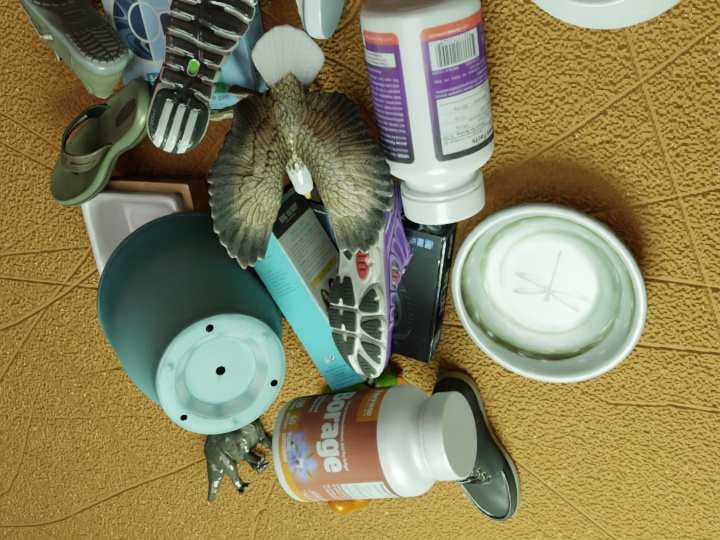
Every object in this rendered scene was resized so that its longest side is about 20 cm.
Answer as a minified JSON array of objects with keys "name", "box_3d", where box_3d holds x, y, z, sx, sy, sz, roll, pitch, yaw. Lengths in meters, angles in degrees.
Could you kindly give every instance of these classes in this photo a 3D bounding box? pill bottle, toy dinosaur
[{"name":"pill bottle","box_3d":[0.015,0.178,0.949,0.197,0.112,0.114,-11,113,29]},{"name":"toy dinosaur","box_3d":[-0.169,0.234,1.226,0.102,0.077,0.201,43,133,12]},{"name":"pill bottle","box_3d":[0.067,-0.152,0.853,0.109,0.112,0.203,3,118,24]}]

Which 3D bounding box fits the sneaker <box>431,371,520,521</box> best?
[{"name":"sneaker","box_3d":[0.119,0.229,1.051,0.074,0.106,0.202,-15,111,31]}]

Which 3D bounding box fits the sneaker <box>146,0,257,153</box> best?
[{"name":"sneaker","box_3d":[-0.167,-0.220,0.899,0.075,0.115,0.203,22,95,-22]}]

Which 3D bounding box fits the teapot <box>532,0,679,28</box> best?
[{"name":"teapot","box_3d":[0.185,-0.273,0.706,0.196,0.146,0.201,33,128,5]}]

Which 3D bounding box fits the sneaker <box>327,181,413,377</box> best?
[{"name":"sneaker","box_3d":[0.022,0.007,0.916,0.080,0.083,0.204,12,101,46]}]

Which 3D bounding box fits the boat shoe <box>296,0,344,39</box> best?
[{"name":"boat shoe","box_3d":[-0.061,-0.320,0.841,0.085,0.075,0.205,10,119,19]}]

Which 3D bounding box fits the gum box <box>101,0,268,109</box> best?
[{"name":"gum box","box_3d":[-0.186,-0.267,0.950,0.167,0.045,0.203,4,119,24]}]

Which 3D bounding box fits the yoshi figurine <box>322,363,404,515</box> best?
[{"name":"yoshi figurine","box_3d":[-0.016,0.193,1.098,0.111,0.112,0.203,26,123,17]}]

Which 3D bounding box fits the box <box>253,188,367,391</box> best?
[{"name":"box","box_3d":[-0.048,0.021,0.971,0.049,0.082,0.202,-22,106,34]}]

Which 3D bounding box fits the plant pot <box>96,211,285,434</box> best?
[{"name":"plant pot","box_3d":[-0.168,0.065,0.965,0.197,0.188,0.204,-9,116,-19]}]

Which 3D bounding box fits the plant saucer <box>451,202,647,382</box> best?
[{"name":"plant saucer","box_3d":[0.192,0.017,0.929,0.197,0.050,0.203,12,123,19]}]

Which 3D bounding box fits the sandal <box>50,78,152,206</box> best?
[{"name":"sandal","box_3d":[-0.294,-0.146,0.999,0.200,0.057,0.081,-38,62,37]}]

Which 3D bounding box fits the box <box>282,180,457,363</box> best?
[{"name":"box","box_3d":[0.000,0.000,1.015,0.197,0.044,0.163,17,123,16]}]

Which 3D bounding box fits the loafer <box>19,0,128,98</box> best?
[{"name":"loafer","box_3d":[-0.314,-0.257,0.970,0.201,0.074,0.070,53,145,25]}]

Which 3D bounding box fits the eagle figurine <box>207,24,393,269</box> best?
[{"name":"eagle figurine","box_3d":[-0.063,-0.111,0.867,0.151,0.202,0.150,-39,130,22]}]

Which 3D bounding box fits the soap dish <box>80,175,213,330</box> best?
[{"name":"soap dish","box_3d":[-0.240,-0.020,1.096,0.155,0.081,0.203,4,120,24]}]
